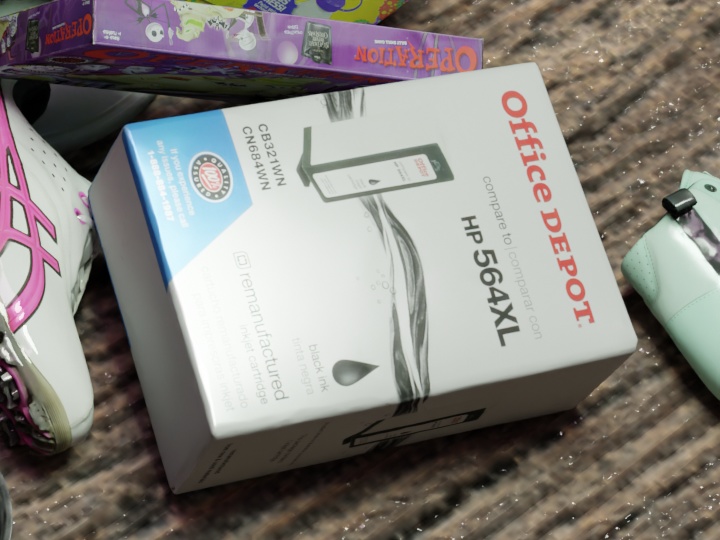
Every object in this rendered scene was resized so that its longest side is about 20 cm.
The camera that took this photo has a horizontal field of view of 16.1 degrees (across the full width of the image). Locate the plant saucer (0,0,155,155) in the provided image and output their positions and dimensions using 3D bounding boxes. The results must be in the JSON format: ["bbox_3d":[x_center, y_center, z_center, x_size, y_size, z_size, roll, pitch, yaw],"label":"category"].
[{"bbox_3d":[-0.184,-0.141,1.237,0.200,0.050,0.200,6,50,-7],"label":"plant saucer"}]

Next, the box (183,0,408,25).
[{"bbox_3d":[-0.070,-0.231,1.223,0.200,0.122,0.193,30,36,-40],"label":"box"}]

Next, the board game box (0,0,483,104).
[{"bbox_3d":[-0.059,-0.096,1.149,0.200,0.120,0.032,4,81,-32],"label":"board game box"}]

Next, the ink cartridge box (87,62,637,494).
[{"bbox_3d":[0.000,0.000,1.107,0.200,0.084,0.146,-11,72,-22],"label":"ink cartridge box"}]

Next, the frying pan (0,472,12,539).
[{"bbox_3d":[-0.164,0.108,1.048,0.190,0.031,0.115,7,50,-9],"label":"frying pan"}]

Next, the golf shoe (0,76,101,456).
[{"bbox_3d":[-0.147,-0.012,1.117,0.092,0.073,0.200,-15,60,-19],"label":"golf shoe"}]

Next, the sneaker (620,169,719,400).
[{"bbox_3d":[0.215,-0.023,1.198,0.200,0.074,0.118,-31,69,-28],"label":"sneaker"}]
